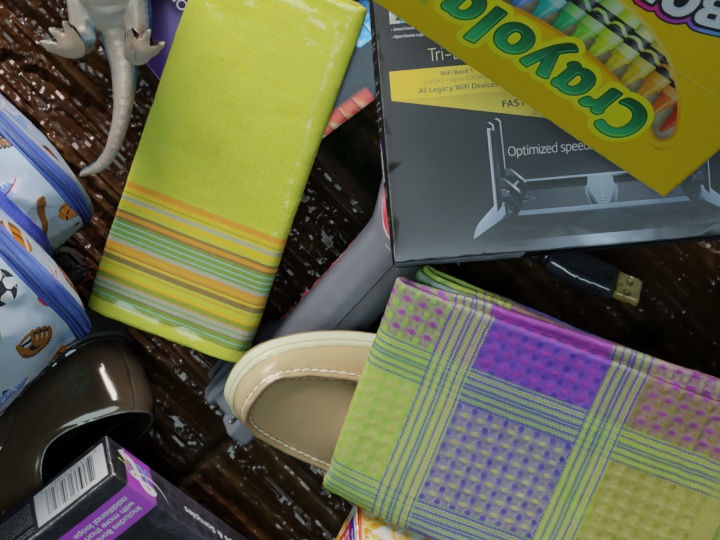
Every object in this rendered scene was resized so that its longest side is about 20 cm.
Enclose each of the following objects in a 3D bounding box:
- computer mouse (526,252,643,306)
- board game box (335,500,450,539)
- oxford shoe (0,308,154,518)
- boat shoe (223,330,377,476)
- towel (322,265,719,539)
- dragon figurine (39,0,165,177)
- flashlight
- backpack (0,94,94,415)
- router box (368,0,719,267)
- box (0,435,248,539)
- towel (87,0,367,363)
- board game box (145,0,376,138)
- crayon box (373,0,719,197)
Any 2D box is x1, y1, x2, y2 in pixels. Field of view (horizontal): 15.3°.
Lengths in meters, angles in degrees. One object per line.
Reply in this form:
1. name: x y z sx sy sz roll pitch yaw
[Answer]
1. computer mouse: 0.166 -0.045 1.297 0.200 0.046 0.141 17 93 -11
2. board game box: 0.066 0.214 1.285 0.151 0.200 0.046 9 141 -13
3. oxford shoe: -0.184 0.114 1.394 0.200 0.073 0.084 -46 54 20
4. boat shoe: 0.029 0.085 1.338 0.200 0.066 0.074 14 121 -23
5. towel: 0.093 0.086 1.276 0.200 0.023 0.144 19 121 -1
6. dragon figurine: -0.118 -0.148 1.270 0.059 0.100 0.200 -3 126 7
7. flashlight: 0.000 0.000 1.358 0.200 0.068 0.068 -47 61 22
8. backpack: -0.215 -0.020 1.313 0.154 0.200 0.191 -38 90 -1
9. router box: 0.106 -0.088 1.251 0.199 0.052 0.158 -4 88 0
10. box: -0.116 0.184 1.396 0.143 0.036 0.200 -38 128 16
11. towel: -0.066 -0.054 1.315 0.086 0.018 0.200 21 112 2
12. board game box: -0.050 -0.166 1.315 0.165 0.057 0.200 -37 99 15
13. crayon box: 0.116 -0.144 1.118 0.200 0.058 0.173 31 120 -29
